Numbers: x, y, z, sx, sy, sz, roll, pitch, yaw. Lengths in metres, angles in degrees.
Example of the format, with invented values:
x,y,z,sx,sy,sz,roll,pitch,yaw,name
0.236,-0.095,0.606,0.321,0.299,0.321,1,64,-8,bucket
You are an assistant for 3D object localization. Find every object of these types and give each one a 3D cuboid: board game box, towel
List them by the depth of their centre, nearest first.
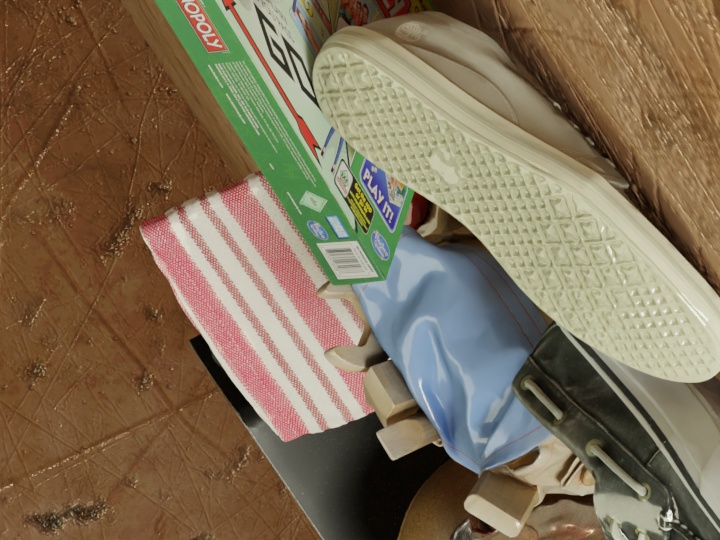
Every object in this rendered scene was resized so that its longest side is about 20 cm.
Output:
x,y,z,sx,sy,sz,roll,pitch,yaw,name
-0.023,-0.109,0.986,0.200,0.029,0.135,58,-141,-41,board game box
0.000,0.000,1.243,0.146,0.200,0.030,57,-150,-20,towel

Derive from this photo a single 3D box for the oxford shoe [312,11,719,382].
x,y,z,sx,sy,sz,roll,pitch,yaw,name
0.070,-0.035,0.935,0.200,0.058,0.075,40,142,16,oxford shoe

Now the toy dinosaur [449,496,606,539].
x,y,z,sx,sy,sz,roll,pitch,yaw,name
0.129,0.174,1.307,0.200,0.136,0.086,56,176,-19,toy dinosaur

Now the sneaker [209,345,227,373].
x,y,z,sx,sy,sz,roll,pitch,yaw,name
-0.010,-0.010,1.308,0.074,0.200,0.085,35,-143,-8,sneaker

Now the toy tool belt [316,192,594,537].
x,y,z,sx,sy,sz,roll,pitch,yaw,name
0.046,0.027,1.103,0.200,0.123,0.125,51,137,22,toy tool belt

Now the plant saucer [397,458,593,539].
x,y,z,sx,sy,sz,roll,pitch,yaw,name
0.116,0.182,1.370,0.200,0.200,0.035,55,145,9,plant saucer

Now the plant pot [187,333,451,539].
x,y,z,sx,sy,sz,roll,pitch,yaw,name
0.029,0.097,1.558,0.200,0.177,0.200,58,176,-17,plant pot

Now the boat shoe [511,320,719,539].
x,y,z,sx,sy,sz,roll,pitch,yaw,name
0.126,0.084,0.948,0.072,0.071,0.200,26,-162,-37,boat shoe
